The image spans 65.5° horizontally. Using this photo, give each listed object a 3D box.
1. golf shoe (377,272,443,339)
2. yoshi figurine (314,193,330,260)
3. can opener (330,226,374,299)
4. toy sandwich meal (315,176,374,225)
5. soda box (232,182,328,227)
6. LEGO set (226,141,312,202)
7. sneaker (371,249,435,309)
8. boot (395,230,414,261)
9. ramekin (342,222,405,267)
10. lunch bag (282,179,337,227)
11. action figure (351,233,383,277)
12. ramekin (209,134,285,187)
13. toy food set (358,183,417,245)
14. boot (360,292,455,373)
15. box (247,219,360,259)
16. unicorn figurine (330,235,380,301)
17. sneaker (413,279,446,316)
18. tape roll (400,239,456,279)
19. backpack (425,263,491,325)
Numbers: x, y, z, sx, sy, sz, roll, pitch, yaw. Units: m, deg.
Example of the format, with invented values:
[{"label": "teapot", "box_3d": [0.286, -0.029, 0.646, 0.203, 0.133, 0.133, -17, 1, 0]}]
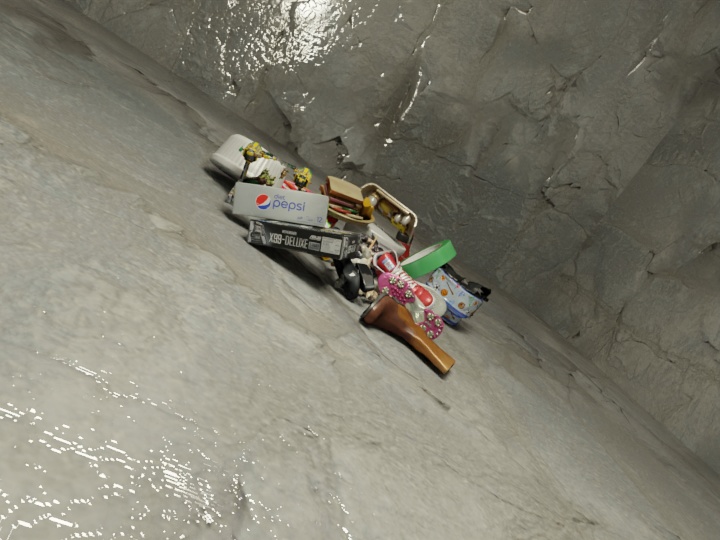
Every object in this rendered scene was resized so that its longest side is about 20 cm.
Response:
[{"label": "golf shoe", "box_3d": [0.107, 0.083, 1.323, 0.200, 0.075, 0.092, 47, -5, -11]}, {"label": "yoshi figurine", "box_3d": [-0.102, -0.129, 1.412, 0.111, 0.113, 0.201, 9, 38, -45]}, {"label": "can opener", "box_3d": [-0.036, -0.017, 1.252, 0.078, 0.064, 0.201, 4, 41, -33]}, {"label": "toy sandwich meal", "box_3d": [-0.039, -0.193, 1.554, 0.204, 0.071, 0.205, 20, 19, -7]}, {"label": "soda box", "box_3d": [-0.169, -0.141, 1.200, 0.198, 0.069, 0.063, 8, 7, -4]}, {"label": "LEGO set", "box_3d": [-0.216, -0.193, 1.300, 0.199, 0.154, 0.116, 32, 32, -12]}, {"label": "sneaker", "box_3d": [0.101, 0.021, 1.405, 0.199, 0.071, 0.113, 33, -25, 41]}, {"label": "boot", "box_3d": [0.160, -0.067, 1.910, 0.072, 0.145, 0.200, 39, 10, 31]}, {"label": "ramekin", "box_3d": [0.030, -0.083, 1.682, 0.201, 0.095, 0.202, 33, 11, -7]}, {"label": "lunch bag", "box_3d": [-0.174, -0.178, 1.577, 0.200, 0.082, 0.176, 40, 17, 22]}, {"label": "action figure", "box_3d": [0.004, -0.044, 1.502, 0.199, 0.069, 0.131, -1, 55, -56]}, {"label": "ramekin", "box_3d": [-0.284, -0.270, 1.461, 0.201, 0.095, 0.202, 32, -4, 3]}, {"label": "toy food set", "box_3d": [0.079, -0.163, 1.675, 0.200, 0.060, 0.144, 39, -16, 11]}, {"label": "boot", "box_3d": [0.100, 0.141, 1.149, 0.200, 0.068, 0.188, 47, 7, 19]}, {"label": "box", "box_3d": [-0.111, -0.067, 1.163, 0.198, 0.050, 0.158, 11, 8, 11]}, {"label": "unicorn figurine", "box_3d": [0.000, 0.000, 1.339, 0.137, 0.074, 0.201, 18, 48, -48]}, {"label": "sneaker", "box_3d": [0.150, 0.054, 1.573, 0.200, 0.073, 0.114, 33, 8, -10]}, {"label": "tape roll", "box_3d": [0.192, -0.028, 1.702, 0.048, 0.199, 0.200, 62, 9, -6]}, {"label": "backpack", "box_3d": [0.269, 0.068, 1.651, 0.199, 0.155, 0.190, 34, 2, 13]}]
